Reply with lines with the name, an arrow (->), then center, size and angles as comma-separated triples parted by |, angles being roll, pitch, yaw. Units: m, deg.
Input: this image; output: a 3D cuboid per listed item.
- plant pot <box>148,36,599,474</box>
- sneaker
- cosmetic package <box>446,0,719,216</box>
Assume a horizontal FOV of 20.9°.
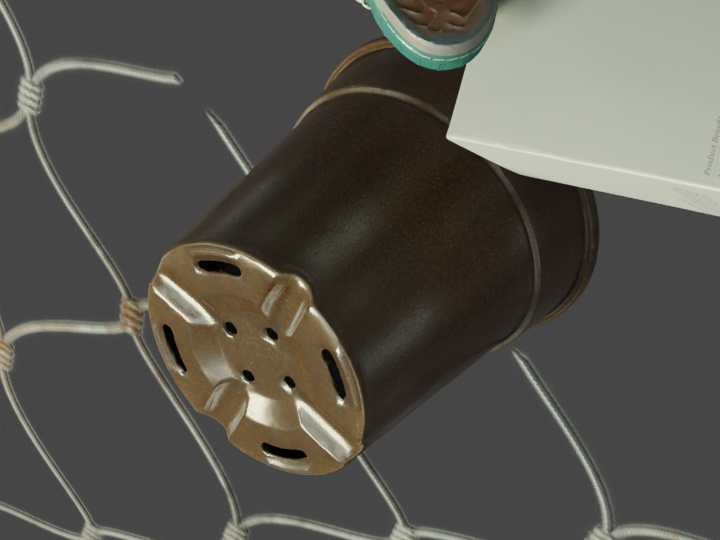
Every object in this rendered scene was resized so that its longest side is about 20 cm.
plant pot -> 0.000, 0.000, 1.098 | 0.200, 0.198, 0.200 | 24, 135, 26
sneaker -> 0.024, -0.160, 0.993 | 0.080, 0.071, 0.200 | 92, 167, -48
cosmetic package -> 0.153, -0.087, 0.937 | 0.200, 0.085, 0.108 | 16, 87, 37
